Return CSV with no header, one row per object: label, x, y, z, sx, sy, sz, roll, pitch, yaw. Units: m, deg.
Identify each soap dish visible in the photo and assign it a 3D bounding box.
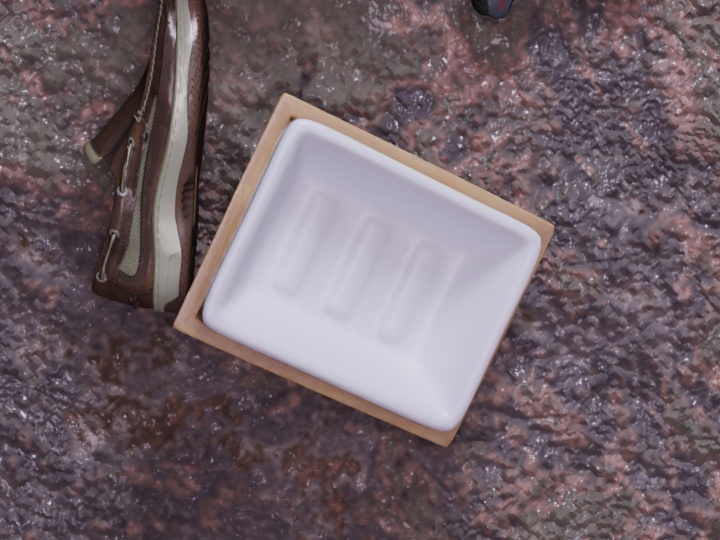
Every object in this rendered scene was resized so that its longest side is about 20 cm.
soap dish,0.000,0.000,1.342,0.199,0.081,0.158,25,93,-19

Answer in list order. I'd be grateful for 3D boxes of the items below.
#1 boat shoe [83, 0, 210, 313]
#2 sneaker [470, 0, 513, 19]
boat shoe,-0.137,-0.076,1.341,0.074,0.075,0.204,5,95,0
sneaker,0.154,-0.225,1.353,0.095,0.079,0.200,42,90,-10
